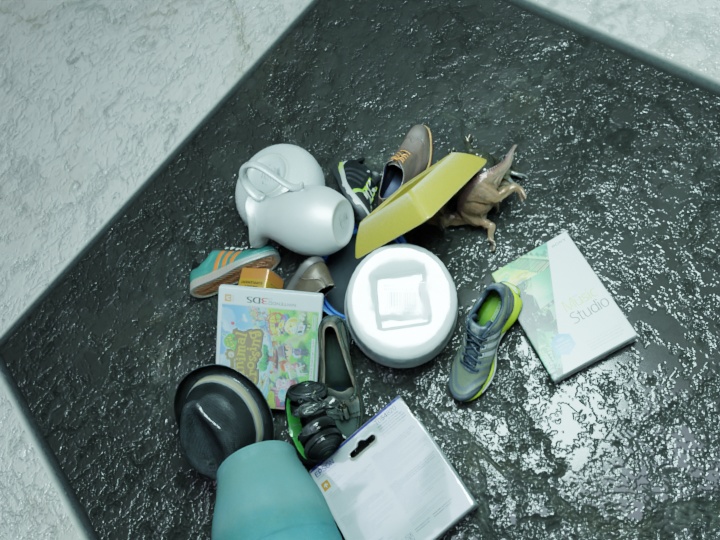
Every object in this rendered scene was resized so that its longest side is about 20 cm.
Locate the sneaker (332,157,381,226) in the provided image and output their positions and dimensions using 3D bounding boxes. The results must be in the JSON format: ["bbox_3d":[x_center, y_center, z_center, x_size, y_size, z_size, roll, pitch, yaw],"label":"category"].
[{"bbox_3d":[0.002,-0.162,1.079,0.081,0.073,0.202,-24,41,1],"label":"sneaker"}]

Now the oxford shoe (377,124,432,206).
[{"bbox_3d":[0.086,-0.199,1.087,0.070,0.073,0.205,12,72,24],"label":"oxford shoe"}]

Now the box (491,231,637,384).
[{"bbox_3d":[0.317,0.055,0.912,0.142,0.036,0.203,-29,59,6],"label":"box"}]

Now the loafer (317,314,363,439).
[{"bbox_3d":[-0.039,0.177,0.930,0.070,0.063,0.206,-10,90,3],"label":"loafer"}]

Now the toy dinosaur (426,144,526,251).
[{"bbox_3d":[0.191,-0.123,0.974,0.132,0.203,0.087,17,38,-13],"label":"toy dinosaur"}]

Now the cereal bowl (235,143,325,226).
[{"bbox_3d":[-0.173,-0.173,1.166,0.194,0.083,0.206,-8,64,17],"label":"cereal bowl"}]

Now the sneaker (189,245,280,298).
[{"bbox_3d":[-0.253,-0.019,1.133,0.195,0.072,0.082,-20,61,9],"label":"sneaker"}]

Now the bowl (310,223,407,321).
[{"bbox_3d":[0.000,0.000,1.051,0.195,0.039,0.206,-8,65,16],"label":"bowl"}]

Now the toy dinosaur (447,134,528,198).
[{"bbox_3d":[0.190,-0.176,1.038,0.195,0.078,0.104,-21,48,6],"label":"toy dinosaur"}]

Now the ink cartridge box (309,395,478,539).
[{"bbox_3d":[0.046,0.336,0.885,0.198,0.041,0.201,-38,59,0],"label":"ink cartridge box"}]

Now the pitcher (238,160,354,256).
[{"bbox_3d":[-0.119,-0.111,1.013,0.195,0.175,0.122,7,42,28],"label":"pitcher"}]

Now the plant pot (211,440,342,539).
[{"bbox_3d":[-0.136,0.372,0.856,0.197,0.201,0.190,-31,50,4],"label":"plant pot"}]

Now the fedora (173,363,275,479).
[{"bbox_3d":[-0.237,0.262,0.940,0.194,0.092,0.207,2,102,9],"label":"fedora"}]

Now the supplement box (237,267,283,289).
[{"bbox_3d":[-0.202,0.102,1.065,0.065,0.069,0.206,2,71,21],"label":"supplement box"}]

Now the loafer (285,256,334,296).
[{"bbox_3d":[-0.112,0.073,1.010,0.071,0.072,0.202,43,114,26],"label":"loafer"}]

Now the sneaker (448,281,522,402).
[{"bbox_3d":[0.183,0.107,0.899,0.073,0.080,0.205,21,90,35],"label":"sneaker"}]

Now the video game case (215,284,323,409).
[{"bbox_3d":[-0.157,0.133,0.976,0.176,0.022,0.207,5,98,2],"label":"video game case"}]

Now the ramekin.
[{"bbox_3d":[0.066,0.054,0.935,0.194,0.098,0.207,-1,81,4],"label":"ramekin"}]

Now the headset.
[{"bbox_3d":[-0.082,0.230,0.882,0.092,0.200,0.126,-10,69,-31],"label":"headset"}]

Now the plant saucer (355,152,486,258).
[{"bbox_3d":[0.087,-0.117,0.948,0.049,0.198,0.199,53,52,-7],"label":"plant saucer"}]
